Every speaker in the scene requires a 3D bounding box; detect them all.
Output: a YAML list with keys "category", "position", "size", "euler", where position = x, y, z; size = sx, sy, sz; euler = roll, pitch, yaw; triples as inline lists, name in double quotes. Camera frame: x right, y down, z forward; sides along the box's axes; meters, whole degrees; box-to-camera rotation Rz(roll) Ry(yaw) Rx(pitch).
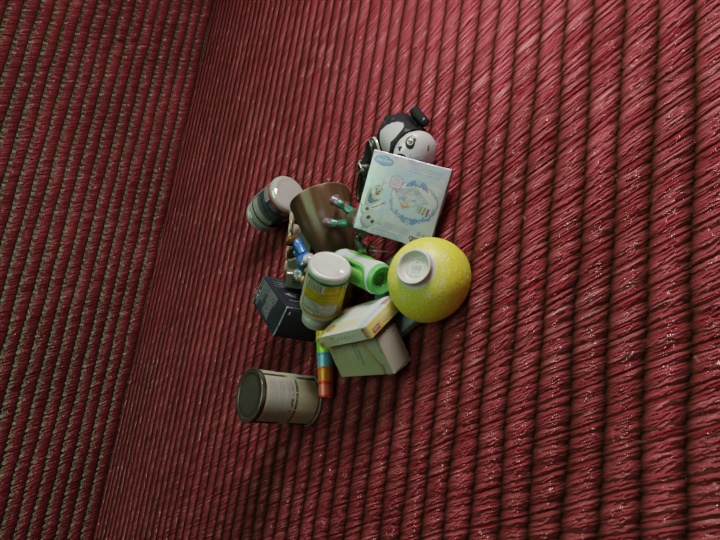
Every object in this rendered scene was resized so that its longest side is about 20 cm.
- category: "speaker"
  position: [0.000, 0.000, 1.324]
  size: [0.200, 0.088, 0.089]
  euler: [24, 96, 53]

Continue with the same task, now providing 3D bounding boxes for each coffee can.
- category: "coffee can"
  position: [-0.230, 0.362, 1.437]
  size: [0.146, 0.199, 0.147]
  euler: [-23, 59, 45]

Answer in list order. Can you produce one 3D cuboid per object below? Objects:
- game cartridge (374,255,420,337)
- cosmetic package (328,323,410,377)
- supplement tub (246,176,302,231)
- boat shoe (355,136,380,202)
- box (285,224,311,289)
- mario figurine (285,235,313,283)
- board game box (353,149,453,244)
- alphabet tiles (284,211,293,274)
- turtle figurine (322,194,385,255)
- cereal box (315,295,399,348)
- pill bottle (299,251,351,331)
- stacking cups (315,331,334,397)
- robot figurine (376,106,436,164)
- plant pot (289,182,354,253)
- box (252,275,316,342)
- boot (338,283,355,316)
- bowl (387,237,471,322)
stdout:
- category: "game cartridge"
  position: [0.095, 0.068, 1.276]
  size: [0.133, 0.040, 0.201]
  euler: [-42, 47, 30]
- category: "cosmetic package"
  position: [0.017, 0.202, 1.260]
  size: [0.200, 0.073, 0.104]
  euler: [-18, 99, 49]
- category: "supplement tub"
  position: [-0.305, -0.234, 1.804]
  size: [0.200, 0.140, 0.141]
  euler: [-28, 56, 43]
- category: "boat shoe"
  position: [0.017, -0.274, 1.403]
  size: [0.200, 0.060, 0.074]
  euler: [95, 161, -47]
- category: "box"
  position: [-0.191, -0.045, 1.598]
  size: [0.082, 0.068, 0.201]
  euler: [104, 170, -51]
- category: "mario figurine"
  position: [-0.163, -0.011, 1.433]
  size: [0.106, 0.123, 0.200]
  euler: [-46, 55, 5]
- category: "board game box"
  position: [0.103, -0.173, 1.239]
  size: [0.199, 0.043, 0.200]
  euler: [19, 102, 14]
- category: "alphabet tiles"
  position: [-0.234, -0.089, 1.671]
  size: [0.196, 0.015, 0.201]
  euler: [123, 152, -81]
- category: "turtle figurine"
  position: [0.002, -0.132, 1.355]
  size: [0.199, 0.101, 0.150]
  euler: [21, 76, 20]
- category: "cereal box"
  position: [-0.003, 0.127, 1.249]
  size: [0.200, 0.144, 0.040]
  euler: [-19, 107, 48]
- category: "pill bottle"
  position: [-0.096, 0.060, 1.312]
  size: [0.113, 0.112, 0.201]
  euler: [-118, 33, -42]
- category: "stacking cups"
  position: [-0.099, 0.255, 1.429]
  size: [0.060, 0.060, 0.201]
  euler: [-27, 58, 44]
- category: "robot figurine"
  position: [0.116, -0.334, 1.324]
  size: [0.124, 0.151, 0.200]
  euler: [-24, 46, -6]
- category: "plant pot"
  position: [-0.092, -0.124, 1.490]
  size: [0.187, 0.186, 0.201]
  euler: [-32, 70, 41]
- category: "box"
  position: [-0.223, 0.117, 1.563]
  size: [0.200, 0.148, 0.105]
  euler: [46, 113, 49]
- category: "boot"
  position: [-0.091, 0.073, 1.478]
  size: [0.200, 0.073, 0.155]
  euler: [-17, 67, 50]
- category: "bowl"
  position: [0.138, 0.008, 1.131]
  size: [0.199, 0.108, 0.201]
  euler: [-10, 69, 25]
